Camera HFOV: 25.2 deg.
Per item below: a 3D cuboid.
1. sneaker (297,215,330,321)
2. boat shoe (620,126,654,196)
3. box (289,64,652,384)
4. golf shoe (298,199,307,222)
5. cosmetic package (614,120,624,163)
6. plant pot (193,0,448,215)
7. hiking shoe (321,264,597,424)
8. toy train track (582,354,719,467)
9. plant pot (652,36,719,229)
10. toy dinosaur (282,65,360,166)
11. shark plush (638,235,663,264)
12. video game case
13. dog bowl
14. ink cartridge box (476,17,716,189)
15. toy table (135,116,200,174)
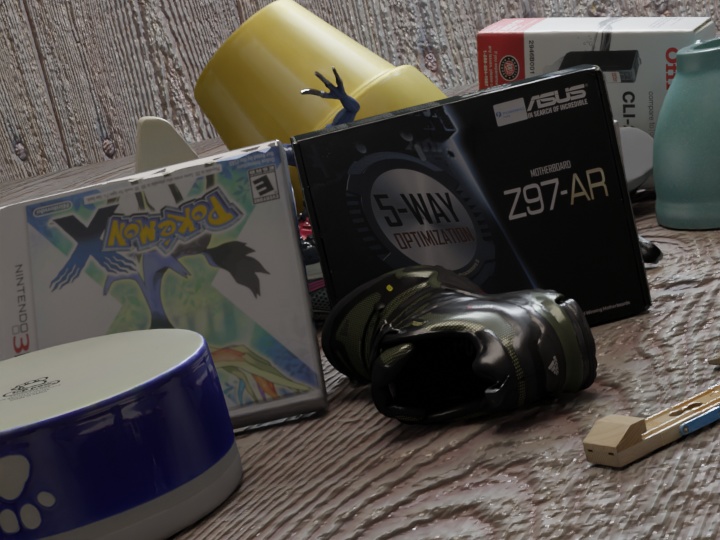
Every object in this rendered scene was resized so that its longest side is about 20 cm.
[{"bbox_3d":[0.000,0.000,1.222,0.200,0.075,0.081,0,24,2],"label":"sneaker"},{"bbox_3d":[0.163,-0.057,1.354,0.200,0.069,0.057,-23,-23,-14],"label":"boat shoe"},{"bbox_3d":[0.070,-0.030,1.019,0.200,0.160,0.044,-13,10,-2],"label":"box"},{"bbox_3d":[0.031,-0.024,1.349,0.094,0.078,0.200,24,24,31],"label":"golf shoe"},{"bbox_3d":[0.104,-0.044,1.143,0.082,0.051,0.200,12,42,35],"label":"cosmetic package"},{"bbox_3d":[-0.043,-0.137,1.467,0.201,0.189,0.201,-45,-7,-7],"label":"plant pot"},{"bbox_3d":[0.031,0.043,0.905,0.101,0.076,0.200,-18,11,-40],"label":"hiking shoe"},{"bbox_3d":[0.189,0.046,0.794,0.200,0.033,0.115,-21,12,-31],"label":"toy train track"},{"bbox_3d":[0.321,-0.124,1.276,0.200,0.134,0.200,-14,9,2],"label":"plant pot"},{"bbox_3d":[-0.001,-0.075,1.268,0.181,0.105,0.200,-5,-18,7],"label":"toy dinosaur"},{"bbox_3d":[0.166,-0.050,1.226,0.083,0.091,0.200,-9,8,-22],"label":"shark plush"},{"bbox_3d":[-0.131,0.021,1.007,0.200,0.182,0.022,-13,-25,5],"label":"video game case"},{"bbox_3d":[-0.168,0.098,0.861,0.200,0.079,0.200,-13,10,2],"label":"dog bowl"},{"bbox_3d":[0.213,-0.151,1.445,0.200,0.144,0.084,2,17,22],"label":"ink cartridge box"},{"bbox_3d":[-0.130,-0.032,1.326,0.117,0.184,0.200,1,-3,-17],"label":"toy table"}]
